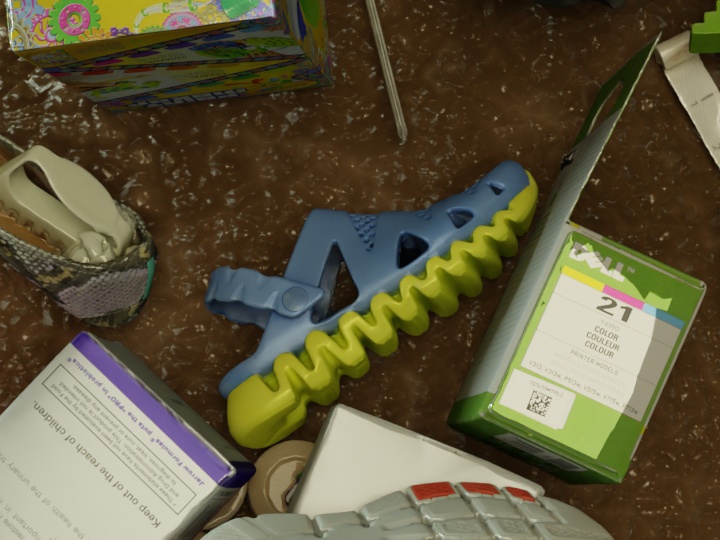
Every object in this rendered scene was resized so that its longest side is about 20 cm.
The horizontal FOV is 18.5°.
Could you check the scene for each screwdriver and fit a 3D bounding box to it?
[{"bbox_3d":[-0.001,-0.163,1.151,0.028,0.029,0.200,-14,88,-5],"label":"screwdriver"}]

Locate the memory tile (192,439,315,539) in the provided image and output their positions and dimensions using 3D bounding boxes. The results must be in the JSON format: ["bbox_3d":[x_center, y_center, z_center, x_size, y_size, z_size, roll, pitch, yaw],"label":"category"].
[{"bbox_3d":[-0.015,0.166,1.122,0.200,0.017,0.153,9,84,-2],"label":"memory tile"}]

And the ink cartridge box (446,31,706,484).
[{"bbox_3d":[0.122,-0.001,1.080,0.076,0.148,0.200,25,84,-1],"label":"ink cartridge box"}]

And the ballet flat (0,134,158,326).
[{"bbox_3d":[-0.185,-0.050,1.103,0.200,0.072,0.072,33,84,-2],"label":"ballet flat"}]

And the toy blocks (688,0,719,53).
[{"bbox_3d":[0.268,-0.179,1.142,0.200,0.100,0.137,-1,72,6],"label":"toy blocks"}]

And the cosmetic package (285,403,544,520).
[{"bbox_3d":[-0.001,0.175,1.075,0.113,0.081,0.200,24,82,-2],"label":"cosmetic package"}]

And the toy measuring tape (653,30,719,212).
[{"bbox_3d":[0.211,-0.036,1.128,0.074,0.074,0.200,-27,87,-6],"label":"toy measuring tape"}]

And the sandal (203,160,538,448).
[{"bbox_3d":[0.000,0.000,1.111,0.200,0.079,0.087,-34,74,-10],"label":"sandal"}]

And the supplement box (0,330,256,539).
[{"bbox_3d":[-0.158,0.136,1.063,0.103,0.101,0.200,42,88,6],"label":"supplement box"}]

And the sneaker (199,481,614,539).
[{"bbox_3d":[0.019,0.151,1.015,0.200,0.077,0.082,-4,112,-5],"label":"sneaker"}]

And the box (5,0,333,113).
[{"bbox_3d":[-0.094,-0.192,1.055,0.122,0.193,0.200,-7,86,6],"label":"box"}]

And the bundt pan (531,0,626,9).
[{"bbox_3d":[0.116,-0.220,1.116,0.202,0.076,0.202,-4,76,17],"label":"bundt pan"}]
